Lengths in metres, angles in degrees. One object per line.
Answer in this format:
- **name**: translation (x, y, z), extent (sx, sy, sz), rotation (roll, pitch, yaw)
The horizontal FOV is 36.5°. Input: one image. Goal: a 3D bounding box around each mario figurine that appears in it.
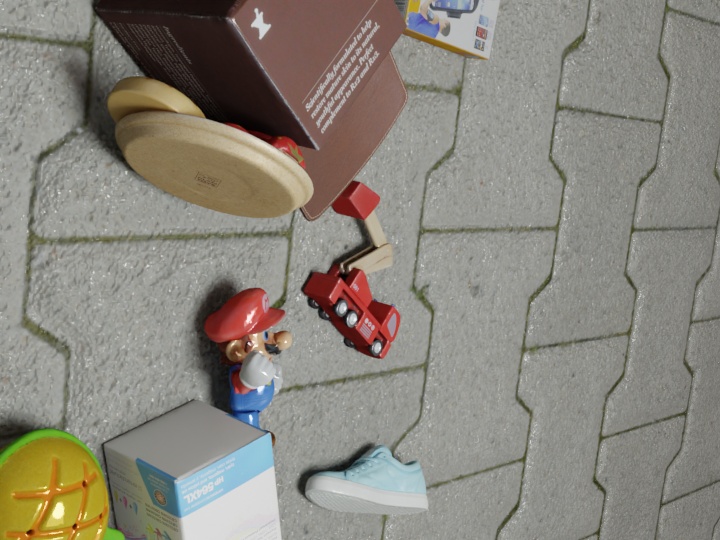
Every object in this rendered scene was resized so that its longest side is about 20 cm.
- **mario figurine**: translation (-0.104, 0.116, 1.178), extent (0.105, 0.123, 0.203), rotation (-15, 115, -35)

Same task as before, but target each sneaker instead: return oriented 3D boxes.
- **sneaker**: translation (0.005, 0.263, 1.392), extent (0.199, 0.073, 0.083), rotation (20, 56, -44)

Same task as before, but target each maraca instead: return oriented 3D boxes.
- **maraca**: translation (-0.287, 0.238, 1.015), extent (0.137, 0.106, 0.202), rotation (-41, 129, -33)

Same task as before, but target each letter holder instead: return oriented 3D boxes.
- **letter holder**: translation (-0.053, -0.170, 1.167), extent (0.201, 0.100, 0.143), rotation (-54, 136, -23)

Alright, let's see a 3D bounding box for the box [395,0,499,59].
- **box**: translation (0.114, -0.337, 1.350), extent (0.199, 0.041, 0.121), rotation (5, 97, -46)

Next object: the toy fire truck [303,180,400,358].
- **toy fire truck**: translation (0.000, 0.000, 1.311), extent (0.142, 0.048, 0.200), rotation (-59, 136, -19)

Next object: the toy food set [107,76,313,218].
- **toy food set**: translation (-0.138, -0.105, 1.018), extent (0.198, 0.197, 0.049), rotation (99, 6, -73)

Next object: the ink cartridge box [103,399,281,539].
- **ink cartridge box**: translation (-0.169, 0.263, 1.137), extent (0.125, 0.128, 0.203), rotation (-22, 116, -42)

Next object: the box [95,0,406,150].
- **box**: translation (-0.101, -0.237, 1.018), extent (0.167, 0.199, 0.165), rotation (-55, 135, -20)
